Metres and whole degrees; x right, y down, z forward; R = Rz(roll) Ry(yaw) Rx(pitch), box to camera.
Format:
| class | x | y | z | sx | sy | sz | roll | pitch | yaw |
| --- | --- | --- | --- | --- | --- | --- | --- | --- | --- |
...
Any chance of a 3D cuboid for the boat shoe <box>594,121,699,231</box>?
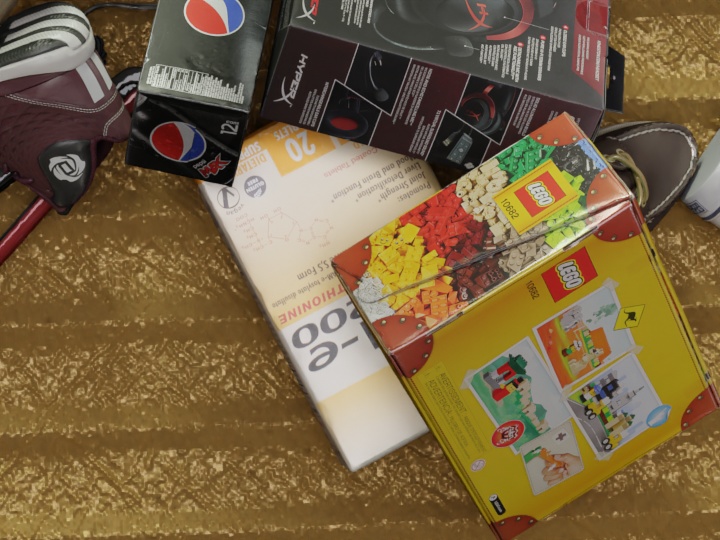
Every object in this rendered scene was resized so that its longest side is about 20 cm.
| class | x | y | z | sx | sy | sz | roll | pitch | yaw |
| --- | --- | --- | --- | --- | --- | --- | --- | --- | --- |
| boat shoe | 0.129 | -0.037 | 1.438 | 0.200 | 0.059 | 0.072 | -27 | 92 | -33 |

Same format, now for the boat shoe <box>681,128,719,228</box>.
| class | x | y | z | sx | sy | sz | roll | pitch | yaw |
| --- | --- | --- | --- | --- | --- | --- | --- | --- | --- |
| boat shoe | 0.272 | -0.104 | 1.482 | 0.066 | 0.072 | 0.200 | 35 | 88 | -7 |

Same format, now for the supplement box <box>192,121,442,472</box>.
| class | x | y | z | sx | sy | sz | roll | pitch | yaw |
| --- | --- | --- | --- | --- | --- | --- | --- | --- | --- |
| supplement box | 0.000 | 0.000 | 1.458 | 0.126 | 0.074 | 0.200 | -29 | 92 | -4 |

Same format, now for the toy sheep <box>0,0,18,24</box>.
| class | x | y | z | sx | sy | sz | roll | pitch | yaw |
| --- | --- | --- | --- | --- | --- | --- | --- | --- | --- |
| toy sheep | -0.171 | -0.216 | 1.410 | 0.138 | 0.200 | 0.138 | 12 | 126 | 17 |

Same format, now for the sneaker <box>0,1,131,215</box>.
| class | x | y | z | sx | sy | sz | roll | pitch | yaw |
| --- | --- | --- | --- | --- | --- | --- | --- | --- | --- |
| sneaker | -0.216 | -0.069 | 1.415 | 0.200 | 0.076 | 0.116 | -14 | 125 | 28 |

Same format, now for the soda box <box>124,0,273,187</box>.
| class | x | y | z | sx | sy | sz | roll | pitch | yaw |
| --- | --- | --- | --- | --- | --- | --- | --- | --- | --- |
| soda box | -0.081 | -0.147 | 1.408 | 0.063 | 0.071 | 0.200 | 13 | 53 | -3 |

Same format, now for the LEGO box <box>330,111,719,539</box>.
| class | x | y | z | sx | sy | sz | roll | pitch | yaw |
| --- | --- | --- | --- | --- | --- | --- | --- | --- | --- |
| LEGO box | 0.093 | 0.035 | 1.347 | 0.149 | 0.200 | 0.077 | -32 | 49 | -2 |

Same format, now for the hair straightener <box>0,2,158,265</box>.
| class | x | y | z | sx | sy | sz | roll | pitch | yaw |
| --- | --- | --- | --- | --- | --- | --- | --- | --- | --- |
| hair straightener | -0.182 | -0.089 | 1.461 | 0.077 | 0.041 | 0.200 | 43 | 92 | -2 |

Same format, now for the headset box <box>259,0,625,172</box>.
| class | x | y | z | sx | sy | sz | roll | pitch | yaw |
| --- | --- | --- | --- | --- | --- | --- | --- | --- | --- |
| headset box | 0.055 | -0.133 | 1.407 | 0.200 | 0.075 | 0.149 | 14 | 46 | -7 |
